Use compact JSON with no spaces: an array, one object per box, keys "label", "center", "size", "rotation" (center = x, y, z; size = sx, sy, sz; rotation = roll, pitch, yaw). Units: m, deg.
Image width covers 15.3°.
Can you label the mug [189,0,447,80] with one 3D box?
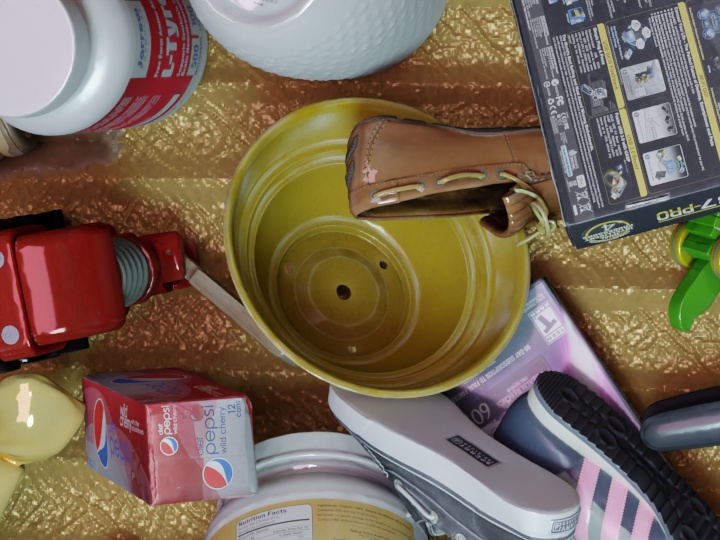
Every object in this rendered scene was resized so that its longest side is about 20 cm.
[{"label":"mug","center":[-0.057,-0.201,1.646],"size":[0.199,0.175,0.148],"rotation":[26,102,13]}]

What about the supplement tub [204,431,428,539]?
[{"label":"supplement tub","center":[-0.026,0.216,1.651],"size":[0.144,0.145,0.201],"rotation":[-17,50,18]}]

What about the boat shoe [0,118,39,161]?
[{"label":"boat shoe","center":[-0.284,-0.159,1.774],"size":[0.067,0.072,0.201],"rotation":[-24,90,16]}]

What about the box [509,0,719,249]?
[{"label":"box","center":[0.179,-0.129,1.597],"size":[0.160,0.049,0.201],"rotation":[-16,68,8]}]

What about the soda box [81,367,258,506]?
[{"label":"soda box","center":[-0.124,0.102,1.681],"size":[0.070,0.200,0.064],"rotation":[-4,94,-17]}]

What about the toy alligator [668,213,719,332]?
[{"label":"toy alligator","center":[0.239,-0.055,1.637],"size":[0.054,0.059,0.201],"rotation":[16,92,-28]}]

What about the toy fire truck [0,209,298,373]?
[{"label":"toy fire truck","center":[-0.151,0.017,1.695],"size":[0.199,0.176,0.130],"rotation":[-10,91,17]}]

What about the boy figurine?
[{"label":"boy figurine","center":[-0.252,0.138,1.773],"size":[0.064,0.125,0.200],"rotation":[25,117,-24]}]

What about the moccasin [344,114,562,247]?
[{"label":"moccasin","center":[0.090,-0.049,1.638],"size":[0.200,0.074,0.078],"rotation":[5,67,-17]}]

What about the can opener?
[{"label":"can opener","center":[0.267,0.082,1.619],"size":[0.199,0.063,0.079],"rotation":[-8,93,6]}]

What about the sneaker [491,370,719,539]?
[{"label":"sneaker","center":[0.159,0.157,1.634],"size":[0.200,0.070,0.082],"rotation":[48,120,11]}]

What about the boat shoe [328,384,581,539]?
[{"label":"boat shoe","center":[0.051,0.128,1.626],"size":[0.200,0.072,0.068],"rotation":[30,120,35]}]

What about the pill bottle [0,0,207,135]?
[{"label":"pill bottle","center":[-0.178,-0.142,1.675],"size":[0.112,0.200,0.113],"rotation":[2,96,17]}]

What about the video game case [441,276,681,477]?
[{"label":"video game case","center":[0.114,0.127,1.681],"size":[0.143,0.019,0.201],"rotation":[-36,82,14]}]

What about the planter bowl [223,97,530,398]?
[{"label":"planter bowl","center":[0.000,0.000,1.674],"size":[0.199,0.084,0.202],"rotation":[8,64,-16]}]
